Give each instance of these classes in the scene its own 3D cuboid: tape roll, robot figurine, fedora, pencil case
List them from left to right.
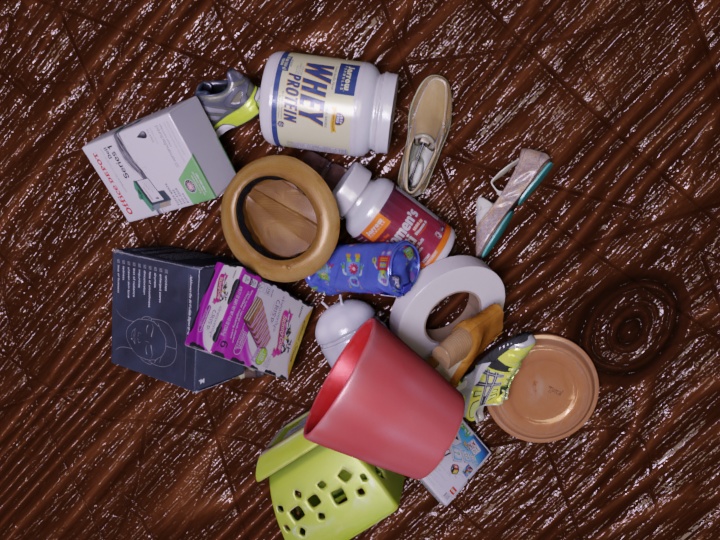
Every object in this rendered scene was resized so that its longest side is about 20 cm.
[{"bbox_3d":[-0.118,-0.081,0.910,0.200,0.082,0.201,1,94,15],"label":"fedora"},{"bbox_3d":[-0.003,0.134,0.991,0.169,0.113,0.200,-25,95,44],"label":"robot figurine"},{"bbox_3d":[0.000,0.000,0.908,0.200,0.078,0.087,0,93,41],"label":"pencil case"},{"bbox_3d":[0.144,0.069,0.954,0.202,0.037,0.203,-14,129,-18],"label":"tape roll"}]

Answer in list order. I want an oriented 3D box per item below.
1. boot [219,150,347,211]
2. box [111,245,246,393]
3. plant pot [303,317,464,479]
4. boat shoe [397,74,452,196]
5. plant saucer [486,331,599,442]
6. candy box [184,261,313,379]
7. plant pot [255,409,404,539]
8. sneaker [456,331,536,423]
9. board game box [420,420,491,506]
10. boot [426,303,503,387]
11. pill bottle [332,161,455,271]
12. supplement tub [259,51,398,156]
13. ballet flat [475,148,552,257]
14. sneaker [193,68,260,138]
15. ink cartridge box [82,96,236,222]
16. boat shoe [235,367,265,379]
[{"bbox_3d":[-0.123,-0.128,0.997,0.199,0.072,0.167,24,88,2],"label":"boot"},{"bbox_3d":[-0.301,0.072,0.971,0.196,0.124,0.201,11,101,29],"label":"box"},{"bbox_3d":[0.041,0.197,0.848,0.177,0.200,0.201,32,100,-4],"label":"plant pot"},{"bbox_3d":[0.108,-0.218,0.947,0.071,0.076,0.201,10,100,3],"label":"boat shoe"},{"bbox_3d":[0.318,0.209,1.022,0.200,0.032,0.201,1,100,4],"label":"plant saucer"},{"bbox_3d":[-0.170,0.086,0.934,0.061,0.200,0.137,11,76,32],"label":"candy box"},{"bbox_3d":[-0.054,0.334,0.992,0.200,0.199,0.182,-33,89,9],"label":"plant pot"},{"bbox_3d":[0.231,0.179,0.980,0.076,0.075,0.200,50,125,20],"label":"sneaker"},{"bbox_3d":[0.122,0.292,1.022,0.126,0.035,0.200,-42,94,-19],"label":"board game box"},{"bbox_3d":[0.166,0.146,0.956,0.144,0.201,0.071,-28,61,-30],"label":"boot"},{"bbox_3d":[0.046,-0.079,0.943,0.200,0.110,0.110,35,100,-12],"label":"pill bottle"},{"bbox_3d":[-0.047,-0.259,0.918,0.199,0.145,0.146,8,100,3],"label":"supplement tub"},{"bbox_3d":[0.235,-0.116,0.967,0.067,0.068,0.200,37,95,18],"label":"ballet flat"},{"bbox_3d":[-0.248,-0.261,0.947,0.200,0.074,0.081,-27,130,21],"label":"sneaker"},{"bbox_3d":[-0.321,-0.173,0.935,0.199,0.084,0.146,-11,118,28],"label":"ink cartridge box"},{"bbox_3d":[-0.189,0.093,1.030,0.065,0.073,0.201,4,101,-16],"label":"boat shoe"}]
